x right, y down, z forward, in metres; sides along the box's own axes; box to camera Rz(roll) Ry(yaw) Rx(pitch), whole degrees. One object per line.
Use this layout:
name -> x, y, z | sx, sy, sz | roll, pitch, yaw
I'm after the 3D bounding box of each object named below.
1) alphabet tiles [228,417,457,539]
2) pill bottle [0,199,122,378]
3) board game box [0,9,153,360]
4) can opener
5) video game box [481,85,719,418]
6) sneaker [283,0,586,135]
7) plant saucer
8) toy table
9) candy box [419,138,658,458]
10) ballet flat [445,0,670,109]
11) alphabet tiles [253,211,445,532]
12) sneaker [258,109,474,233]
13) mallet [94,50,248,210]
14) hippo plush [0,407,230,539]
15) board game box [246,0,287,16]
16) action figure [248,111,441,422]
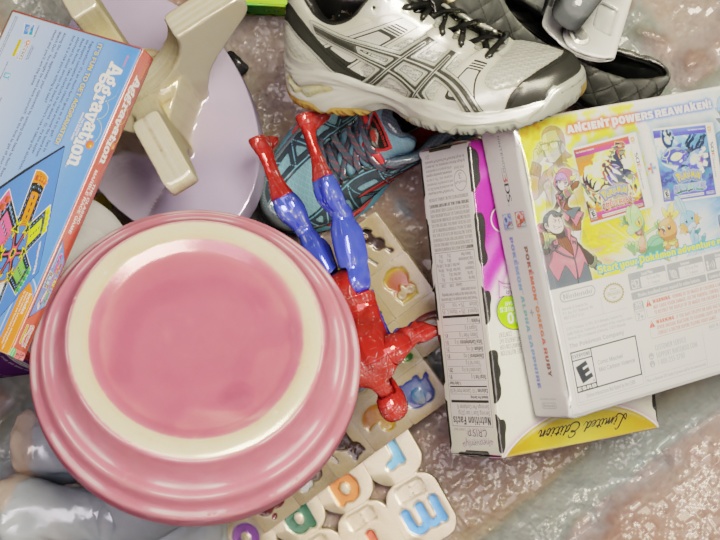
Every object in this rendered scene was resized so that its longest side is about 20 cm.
alphabet tiles -> -0.036, 0.186, 1.076 | 0.199, 0.015, 0.197 | -31, 86, 6
pill bottle -> -0.249, 0.017, 1.024 | 0.199, 0.112, 0.114 | -10, 89, 38
board game box -> -0.209, -0.055, 0.930 | 0.102, 0.019, 0.201 | 18, 80, 23
can opener -> 0.165, -0.217, 0.981 | 0.052, 0.067, 0.201 | 26, 57, -8
video game box -> 0.181, -0.017, 0.976 | 0.199, 0.047, 0.184 | -12, 94, -30
sneaker -> 0.038, -0.138, 0.924 | 0.198, 0.076, 0.088 | 7, 119, 22
plant saucer -> -0.098, 0.048, 0.906 | 0.198, 0.051, 0.202 | 2, 64, -5
toy table -> -0.148, -0.118, 1.013 | 0.184, 0.117, 0.200 | -43, 73, -3
candy box -> 0.118, 0.014, 0.998 | 0.135, 0.061, 0.202 | -7, 91, -32
ballet flat -> 0.119, -0.160, 0.992 | 0.199, 0.067, 0.057 | 28, 126, -30
alphabet tiles -> -0.038, 0.058, 1.049 | 0.199, 0.008, 0.168 | -36, 93, 9
sneaker -> 0.009, -0.095, 1.026 | 0.199, 0.096, 0.080 | -34, 87, 7
mallet -> -0.162, -0.084, 1.083 | 0.066, 0.041, 0.201 | 37, 90, 8
hippo plush -> -0.143, 0.142, 0.971 | 0.200, 0.161, 0.159 | 47, 58, 7
board game box -> -0.002, -0.225, 1.052 | 0.198, 0.048, 0.103 | 5, 92, 7
action figure -> 0.000, 0.000, 0.998 | 0.065, 0.099, 0.202 | -22, 83, 25
